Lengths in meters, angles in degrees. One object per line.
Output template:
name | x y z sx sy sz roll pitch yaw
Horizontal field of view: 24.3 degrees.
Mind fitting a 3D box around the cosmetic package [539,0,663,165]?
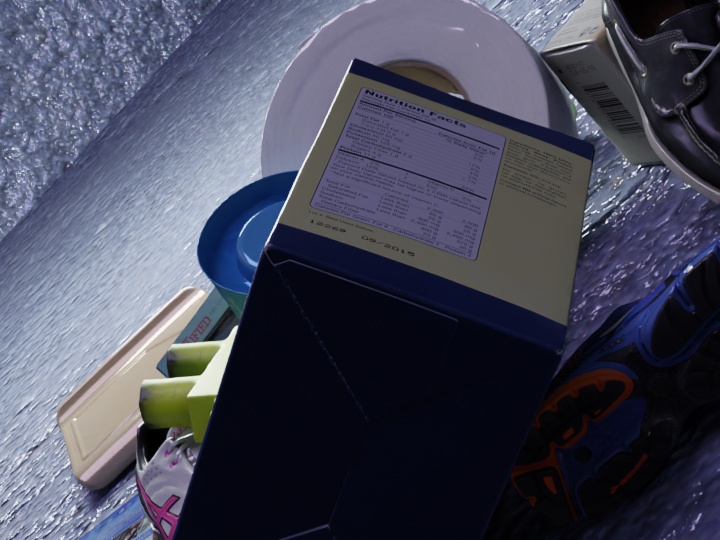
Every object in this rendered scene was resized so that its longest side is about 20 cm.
cosmetic package | 0.220 -0.172 1.066 0.200 0.104 0.073 -49 17 -15

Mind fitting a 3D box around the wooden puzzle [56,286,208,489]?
wooden puzzle | -0.183 0.102 1.467 0.185 0.037 0.200 -44 20 -4

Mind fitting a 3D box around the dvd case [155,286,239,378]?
dvd case | -0.062 0.003 1.266 0.146 0.022 0.200 -51 -11 26

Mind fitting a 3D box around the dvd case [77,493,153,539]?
dvd case | -0.176 0.218 1.167 0.142 0.018 0.200 -38 16 17

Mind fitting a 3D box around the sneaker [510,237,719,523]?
sneaker | 0.148 0.030 0.774 0.200 0.075 0.078 -37 14 15

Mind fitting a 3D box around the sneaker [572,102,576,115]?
sneaker | 0.084 -0.074 1.223 0.200 0.077 0.084 -36 28 44

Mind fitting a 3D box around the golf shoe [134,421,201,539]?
golf shoe | -0.097 0.138 1.031 0.072 0.092 0.200 -25 10 -24

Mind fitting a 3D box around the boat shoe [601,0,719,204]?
boat shoe | 0.184 -0.111 0.918 0.072 0.068 0.200 -21 51 -4

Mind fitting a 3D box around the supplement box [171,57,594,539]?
supplement box | 0.013 0.040 0.814 0.200 0.134 0.201 -69 -1 -58

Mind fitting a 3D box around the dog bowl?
dog bowl | 0.000 0.000 0.998 0.199 0.050 0.112 9 47 26

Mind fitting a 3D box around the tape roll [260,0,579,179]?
tape roll | 0.038 -0.077 1.086 0.202 0.203 0.071 -39 -23 14

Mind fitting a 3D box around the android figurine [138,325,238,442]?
android figurine | -0.031 0.062 1.031 0.199 0.041 0.182 -6 17 14
